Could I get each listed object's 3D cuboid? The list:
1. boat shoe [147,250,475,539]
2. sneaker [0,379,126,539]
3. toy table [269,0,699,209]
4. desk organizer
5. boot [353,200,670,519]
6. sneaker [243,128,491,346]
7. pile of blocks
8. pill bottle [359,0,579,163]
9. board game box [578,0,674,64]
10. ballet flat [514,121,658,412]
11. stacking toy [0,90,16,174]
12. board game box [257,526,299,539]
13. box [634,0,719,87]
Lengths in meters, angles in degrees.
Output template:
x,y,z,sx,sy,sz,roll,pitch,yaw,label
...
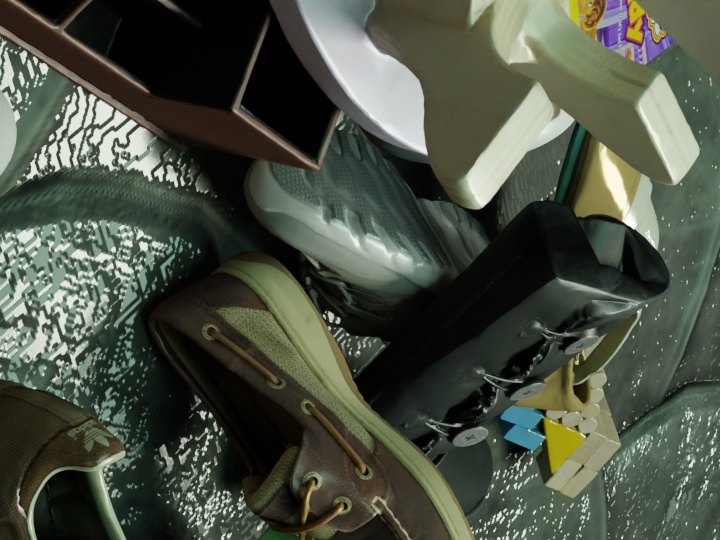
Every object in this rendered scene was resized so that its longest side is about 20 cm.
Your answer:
x,y,z,sx,sy,sz,roll,pitch,yaw,label
-0.022,0.088,0.951,0.072,0.072,0.200,-28,82,-39,boat shoe
-0.126,0.144,0.884,0.070,0.075,0.201,-30,125,-47,sneaker
0.052,-0.112,0.854,0.200,0.117,0.184,39,76,-46,toy table
-0.084,-0.108,0.854,0.200,0.077,0.072,32,75,-55,desk organizer
0.066,0.046,1.038,0.200,0.066,0.165,-46,157,28,boot
0.000,0.000,1.010,0.082,0.075,0.200,-35,149,16,sneaker
0.096,0.034,1.198,0.062,0.082,0.201,-104,-173,-50,pile of blocks
0.040,-0.157,0.987,0.109,0.109,0.201,-37,129,-43,pill bottle
0.102,-0.185,1.094,0.134,0.045,0.201,-38,131,-43,board game box
0.114,-0.007,1.082,0.069,0.063,0.200,-69,177,-45,ballet flat
-0.168,-0.046,0.735,0.200,0.145,0.147,-17,116,-69,stacking toy
-0.090,0.217,0.957,0.200,0.029,0.135,-45,157,-40,board game box
0.154,-0.145,0.934,0.068,0.200,0.082,-16,132,-16,box
